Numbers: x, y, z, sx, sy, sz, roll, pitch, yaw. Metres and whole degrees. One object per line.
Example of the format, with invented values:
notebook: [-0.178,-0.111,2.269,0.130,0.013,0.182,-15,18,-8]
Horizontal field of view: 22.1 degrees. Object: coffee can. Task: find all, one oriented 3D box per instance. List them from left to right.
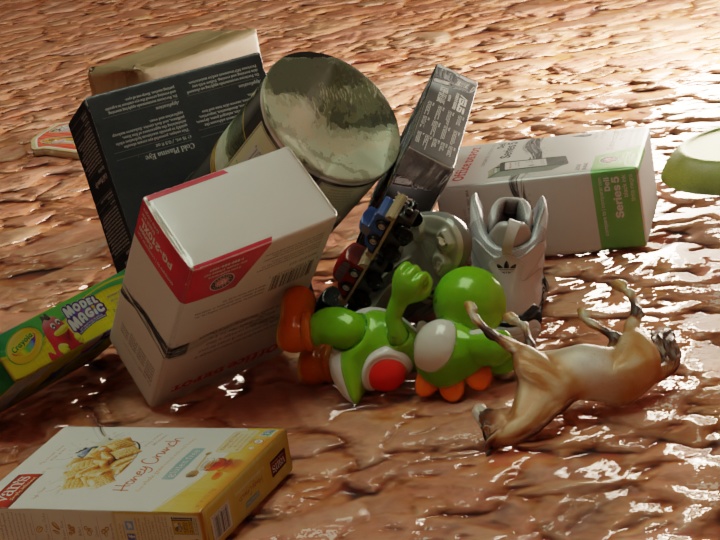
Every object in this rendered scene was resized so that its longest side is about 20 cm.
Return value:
coffee can: [-0.072,-0.092,1.766,0.146,0.147,0.200,-27,-13,-43]

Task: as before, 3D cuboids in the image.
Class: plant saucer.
plant saucer: [0.414,-0.124,1.938,0.199,0.031,0.200,-9,19,3]

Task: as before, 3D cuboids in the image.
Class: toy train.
toy train: [0.000,0.000,1.552,0.046,0.200,0.034,31,48,0]

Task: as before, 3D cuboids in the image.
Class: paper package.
paper package: [-0.193,-0.158,2.090,0.103,0.201,0.190,7,25,43]

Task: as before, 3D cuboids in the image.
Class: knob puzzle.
knob puzzle: [-0.381,-0.204,2.608,0.218,0.031,0.220,-9,18,3]

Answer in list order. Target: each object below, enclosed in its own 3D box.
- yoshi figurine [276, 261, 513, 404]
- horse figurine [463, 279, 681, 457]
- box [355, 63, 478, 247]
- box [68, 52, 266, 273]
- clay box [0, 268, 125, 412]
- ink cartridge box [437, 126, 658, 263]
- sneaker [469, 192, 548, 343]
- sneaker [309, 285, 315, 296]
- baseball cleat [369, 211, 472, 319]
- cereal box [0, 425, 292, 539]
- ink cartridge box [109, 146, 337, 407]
yoshi figurine: [0.039,0.042,1.517,0.199,0.113,0.112,1,14,23]
horse figurine: [0.169,0.068,1.418,0.199,0.050,0.133,-6,42,-17]
box: [0.050,-0.089,1.775,0.050,0.158,0.200,25,30,-4]
box: [-0.177,-0.105,1.917,0.199,0.183,0.104,-17,-6,-21]
clay box: [-0.270,0.066,1.618,0.115,0.048,0.200,-38,-4,41]
ink cartridge box: [0.186,-0.074,1.820,0.199,0.084,0.146,-5,19,15]
sneaker: [0.132,-0.019,1.620,0.075,0.116,0.200,3,20,4]
sneaker: [-0.118,-0.001,1.720,0.199,0.109,0.070,8,24,44]
baseball cleat: [0.059,-0.006,1.603,0.106,0.070,0.200,-16,-11,-34]
cereal box: [-0.169,0.160,1.369,0.199,0.040,0.144,-2,20,24]
ink cartridge box: [-0.119,0.008,1.542,0.144,0.200,0.084,-22,63,-30]
